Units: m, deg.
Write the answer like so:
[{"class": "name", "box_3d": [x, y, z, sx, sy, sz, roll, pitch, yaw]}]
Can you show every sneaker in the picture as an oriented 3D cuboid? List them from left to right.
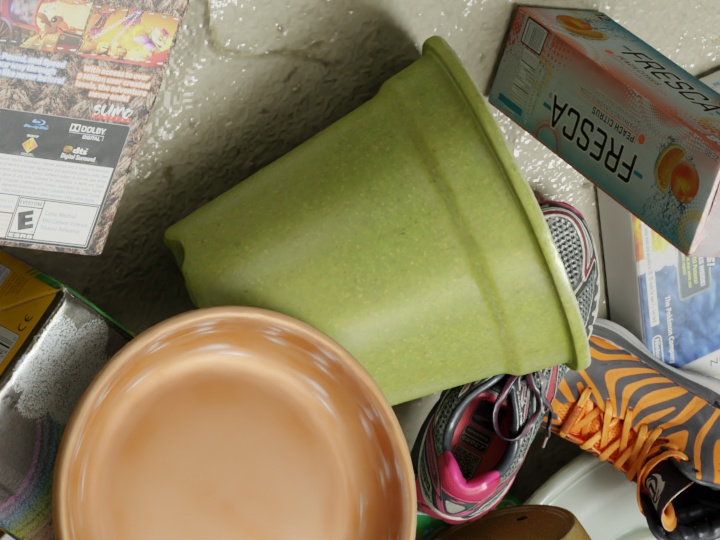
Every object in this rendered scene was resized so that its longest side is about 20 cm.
[{"class": "sneaker", "box_3d": [0.092, 0.053, 1.711, 0.081, 0.075, 0.200, 20, 77, -3]}, {"class": "sneaker", "box_3d": [0.162, 0.098, 1.769, 0.200, 0.112, 0.078, 17, 124, -13]}]

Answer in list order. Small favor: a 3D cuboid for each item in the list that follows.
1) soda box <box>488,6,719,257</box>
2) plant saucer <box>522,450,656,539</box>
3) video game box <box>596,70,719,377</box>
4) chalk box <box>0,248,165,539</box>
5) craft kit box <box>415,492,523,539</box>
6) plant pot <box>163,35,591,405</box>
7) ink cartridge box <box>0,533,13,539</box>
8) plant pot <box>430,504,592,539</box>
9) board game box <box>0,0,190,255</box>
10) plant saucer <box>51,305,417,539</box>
[{"class": "soda box", "box_3d": [0.157, -0.079, 1.628, 0.068, 0.200, 0.064, 1, 118, -35]}, {"class": "plant saucer", "box_3d": [0.143, 0.200, 1.863, 0.200, 0.050, 0.200, -33, 144, -28]}, {"class": "video game box", "box_3d": [0.237, -0.034, 1.816, 0.182, 0.047, 0.200, -26, 130, -20]}, {"class": "chalk box", "box_3d": [-0.153, 0.091, 1.560, 0.200, 0.124, 0.124, 41, 80, -37]}, {"class": "craft kit box", "box_3d": [0.003, 0.221, 1.791, 0.197, 0.049, 0.200, 10, 114, -57]}, {"class": "plant pot", "box_3d": [0.000, 0.000, 1.599, 0.184, 0.200, 0.200, -25, 130, -5]}, {"class": "ink cartridge box", "box_3d": [-0.182, 0.231, 1.711, 0.200, 0.047, 0.160, 36, 95, -38]}, {"class": "plant pot", "box_3d": [0.106, 0.247, 1.737, 0.186, 0.186, 0.200, -19, 106, -23]}, {"class": "board game box", "box_3d": [-0.184, -0.122, 1.443, 0.159, 0.097, 0.200, 7, 114, -37]}, {"class": "plant saucer", "box_3d": [-0.067, 0.119, 1.493, 0.200, 0.037, 0.200, 4, 81, -27]}]
